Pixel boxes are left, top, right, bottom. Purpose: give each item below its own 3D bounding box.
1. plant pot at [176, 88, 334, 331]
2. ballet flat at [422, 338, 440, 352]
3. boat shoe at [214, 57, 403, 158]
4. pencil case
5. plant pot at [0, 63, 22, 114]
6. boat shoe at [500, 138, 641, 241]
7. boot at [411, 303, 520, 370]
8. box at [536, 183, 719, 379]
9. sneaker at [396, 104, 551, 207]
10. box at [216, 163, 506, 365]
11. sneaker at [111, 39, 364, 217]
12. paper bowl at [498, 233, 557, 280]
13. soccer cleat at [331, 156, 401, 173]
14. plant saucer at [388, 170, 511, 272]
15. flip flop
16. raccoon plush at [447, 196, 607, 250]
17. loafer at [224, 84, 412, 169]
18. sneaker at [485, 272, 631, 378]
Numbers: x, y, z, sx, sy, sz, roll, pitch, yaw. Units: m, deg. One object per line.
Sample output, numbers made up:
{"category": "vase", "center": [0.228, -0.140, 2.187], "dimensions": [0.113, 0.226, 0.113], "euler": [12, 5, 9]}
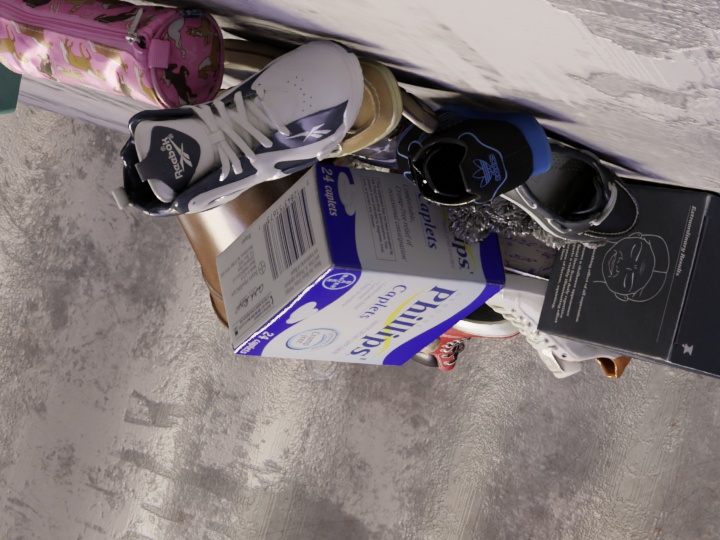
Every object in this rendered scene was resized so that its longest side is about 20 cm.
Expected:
{"category": "plant pot", "center": [-0.098, -0.066, 1.849], "dimensions": [0.199, 0.201, 0.199], "euler": [16, 150, 36]}
{"category": "ballet flat", "center": [-0.004, 0.056, 1.887], "dimensions": [0.199, 0.057, 0.066], "euler": [15, 163, 33]}
{"category": "boat shoe", "center": [-0.059, -0.111, 1.386], "dimensions": [0.199, 0.074, 0.063], "euler": [-2, -161, 37]}
{"category": "pencil case", "center": [-0.194, -0.172, 1.403], "dimensions": [0.199, 0.087, 0.083], "euler": [17, -137, 38]}
{"category": "plant pot", "center": [-0.427, -0.216, 1.779], "dimensions": [0.199, 0.143, 0.141], "euler": [9, -177, -25]}
{"category": "boat shoe", "center": [0.174, -0.063, 1.539], "dimensions": [0.199, 0.076, 0.060], "euler": [16, -174, -41]}
{"category": "boot", "center": [0.105, 0.058, 1.906], "dimensions": [0.199, 0.073, 0.145], "euler": [13, 147, 39]}
{"category": "box", "center": [0.270, 0.007, 1.671], "dimensions": [0.106, 0.150, 0.200], "euler": [16, 179, -30]}
{"category": "sneaker", "center": [0.065, -0.086, 1.447], "dimensions": [0.077, 0.071, 0.200], "euler": [-22, -171, -24]}
{"category": "box", "center": [0.000, 0.000, 1.709], "dimensions": [0.199, 0.106, 0.184], "euler": [5, 151, -34]}
{"category": "sneaker", "center": [-0.097, -0.092, 1.308], "dimensions": [0.198, 0.080, 0.129], "euler": [-22, -178, 34]}
{"category": "paper bowl", "center": [0.179, -0.044, 1.848], "dimensions": [0.199, 0.105, 0.201], "euler": [16, 179, 0]}
{"category": "soccer cleat", "center": [-0.024, -0.122, 1.974], "dimensions": [0.199, 0.070, 0.078], "euler": [21, -170, -32]}
{"category": "plant saucer", "center": [0.100, -0.044, 1.985], "dimensions": [0.200, 0.032, 0.201], "euler": [33, -151, -21]}
{"category": "flip flop", "center": [-0.030, -0.134, 1.437], "dimensions": [0.199, 0.058, 0.081], "euler": [17, 180, 19]}
{"category": "raccoon plush", "center": [0.142, -0.069, 1.603], "dimensions": [0.133, 0.098, 0.200], "euler": [8, 177, 19]}
{"category": "loafer", "center": [-0.041, -0.136, 1.590], "dimensions": [0.198, 0.073, 0.072], "euler": [6, 167, 23]}
{"category": "sneaker", "center": [0.179, 0.054, 1.777], "dimensions": [0.199, 0.085, 0.073], "euler": [18, 177, -19]}
